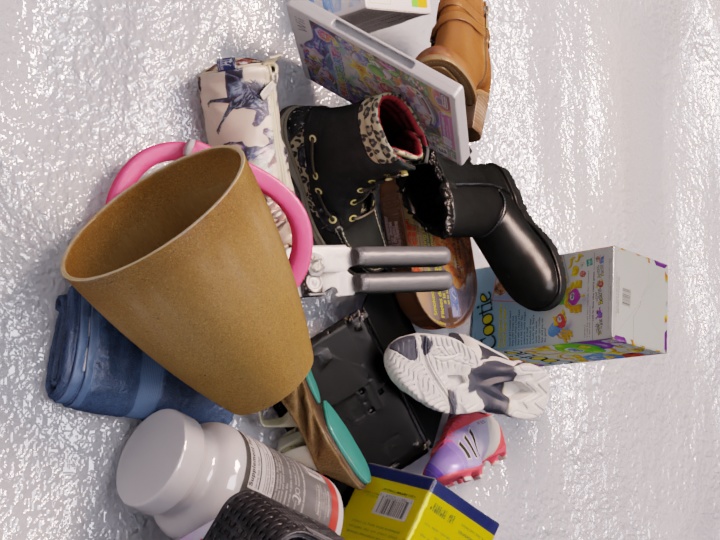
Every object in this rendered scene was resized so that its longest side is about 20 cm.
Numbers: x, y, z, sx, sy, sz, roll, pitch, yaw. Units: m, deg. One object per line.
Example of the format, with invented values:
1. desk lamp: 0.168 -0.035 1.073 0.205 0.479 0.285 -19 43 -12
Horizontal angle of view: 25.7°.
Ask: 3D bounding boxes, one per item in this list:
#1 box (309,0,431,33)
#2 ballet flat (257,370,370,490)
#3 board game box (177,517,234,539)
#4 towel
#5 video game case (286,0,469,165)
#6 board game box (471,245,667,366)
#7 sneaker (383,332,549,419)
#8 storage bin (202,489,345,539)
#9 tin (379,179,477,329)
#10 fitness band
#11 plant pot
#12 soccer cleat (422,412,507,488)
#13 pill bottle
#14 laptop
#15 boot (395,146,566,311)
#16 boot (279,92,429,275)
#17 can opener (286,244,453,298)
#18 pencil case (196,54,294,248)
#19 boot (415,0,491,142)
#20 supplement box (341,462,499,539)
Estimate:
1. box: -0.009 -0.358 1.657 0.101 0.112 0.200 -4 86 -46
2. ballet flat: -0.060 0.145 1.552 0.068 0.072 0.200 -101 166 -60
3. board game box: -0.153 0.338 1.387 0.200 0.041 0.200 -27 119 -23
4. towel: -0.194 0.084 1.455 0.200 0.049 0.112 16 74 -43
5. video game case: 0.019 -0.189 1.572 0.018 0.200 0.143 -53 161 -15
6. board game box: 0.234 0.045 1.774 0.103 0.200 0.105 16 72 -42
7. sneaker: 0.090 0.106 1.679 0.199 0.130 0.080 8 91 -29
8. storage bin: -0.087 0.305 1.337 0.135 0.094 0.200 33 86 -36
9. tin: 0.074 -0.033 1.737 0.112 0.042 0.200 -3 84 -52
10. fitness band: -0.141 -0.038 1.475 0.200 0.037 0.144 24 86 -16
11. plant pot: -0.129 0.024 1.387 0.200 0.186 0.186 57 50 -23
12. soccer cleat: 0.105 0.189 1.693 0.077 0.067 0.200 67 22 5
13. pill bottle: -0.121 0.210 1.461 0.200 0.116 0.116 33 62 -36
14. laptop: -0.003 0.122 1.665 0.200 0.103 0.177 -31 107 -16
15. boot: 0.127 -0.047 1.688 0.162 0.073 0.198 6 54 -53
16. boot: 0.009 -0.085 1.604 0.073 0.154 0.204 -42 114 -39
17. can opener: 0.000 0.000 1.613 0.200 0.066 0.053 -2 85 -25
18. pencil case: -0.104 -0.110 1.544 0.078 0.089 0.200 -13 94 -45
19. boot: 0.099 -0.236 1.636 0.200 0.077 0.155 36 56 -64
20. supplement box: 0.032 0.311 1.577 0.109 0.109 0.200 39 69 -34
